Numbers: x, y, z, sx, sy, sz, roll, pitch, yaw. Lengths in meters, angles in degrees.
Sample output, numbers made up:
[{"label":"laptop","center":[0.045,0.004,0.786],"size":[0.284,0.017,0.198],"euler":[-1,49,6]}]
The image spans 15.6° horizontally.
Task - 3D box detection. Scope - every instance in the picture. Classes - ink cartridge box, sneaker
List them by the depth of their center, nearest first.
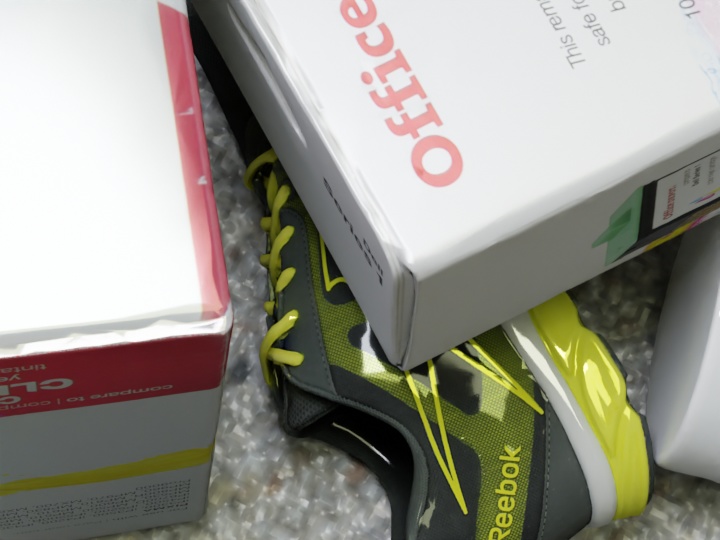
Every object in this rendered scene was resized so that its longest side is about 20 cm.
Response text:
[{"label":"ink cartridge box","center":[-0.085,-0.019,0.670],"size":[0.083,0.200,0.146],"euler":[-8,73,-7]},{"label":"ink cartridge box","center":[0.062,-0.086,0.688],"size":[0.199,0.084,0.145],"euler":[-26,73,-11]},{"label":"sneaker","center":[0.000,0.000,0.740],"size":[0.084,0.075,0.200],"euler":[-33,79,-16]}]

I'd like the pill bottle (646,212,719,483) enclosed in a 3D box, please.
[{"label":"pill bottle","center":[0.186,0.036,0.737],"size":[0.199,0.109,0.109],"euler":[13,70,-3]}]
